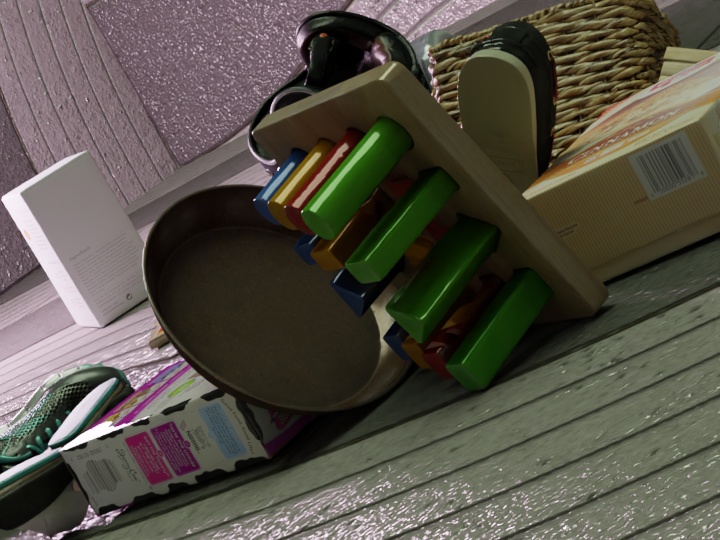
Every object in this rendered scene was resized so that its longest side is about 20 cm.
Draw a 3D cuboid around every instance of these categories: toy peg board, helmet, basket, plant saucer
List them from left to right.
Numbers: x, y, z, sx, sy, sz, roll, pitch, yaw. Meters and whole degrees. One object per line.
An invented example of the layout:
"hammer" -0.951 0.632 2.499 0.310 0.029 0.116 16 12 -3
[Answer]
"plant saucer" -0.057 0.025 1.367 0.200 0.200 0.035 -40 -15 -47
"helmet" -0.023 -0.167 2.221 0.200 0.200 0.192 -36 -27 -34
"toy peg board" 0.017 -0.011 1.268 0.098 0.200 0.199 -50 16 -22
"basket" 0.170 -0.121 1.650 0.198 0.150 0.143 -16 -23 23

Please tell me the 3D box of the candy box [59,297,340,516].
"candy box" -0.104 0.100 1.444 0.199 0.061 0.136 -23 11 43

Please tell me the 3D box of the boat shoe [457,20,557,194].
"boat shoe" 0.100 -0.075 1.386 0.073 0.203 0.063 15 39 19

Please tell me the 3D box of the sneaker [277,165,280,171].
"sneaker" 0.013 -0.058 1.615 0.070 0.076 0.199 -14 -5 43

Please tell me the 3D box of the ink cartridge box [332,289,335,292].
"ink cartridge box" 0.000 0.000 1.556 0.173 0.044 0.199 -38 11 -30

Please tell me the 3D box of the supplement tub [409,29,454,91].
"supplement tub" 0.039 -0.188 2.361 0.199 0.123 0.123 -27 9 24

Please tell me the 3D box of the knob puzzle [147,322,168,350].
"knob puzzle" -0.144 0.008 2.181 0.218 0.031 0.220 -30 9 5

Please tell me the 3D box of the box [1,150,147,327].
"box" -0.356 -0.039 2.586 0.106 0.201 0.152 -33 10 -16

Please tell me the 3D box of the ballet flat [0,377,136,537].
"ballet flat" -0.220 0.153 1.505 0.068 0.069 0.200 -24 11 42

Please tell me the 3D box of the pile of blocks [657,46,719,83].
"pile of blocks" 0.309 -0.137 1.444 0.198 0.083 0.062 -17 -30 23

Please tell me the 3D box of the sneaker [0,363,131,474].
"sneaker" -0.278 0.158 1.724 0.199 0.078 0.091 -35 25 -5

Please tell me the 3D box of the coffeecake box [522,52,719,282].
"coffeecake box" 0.208 -0.075 1.335 0.153 0.073 0.200 -26 10 35
